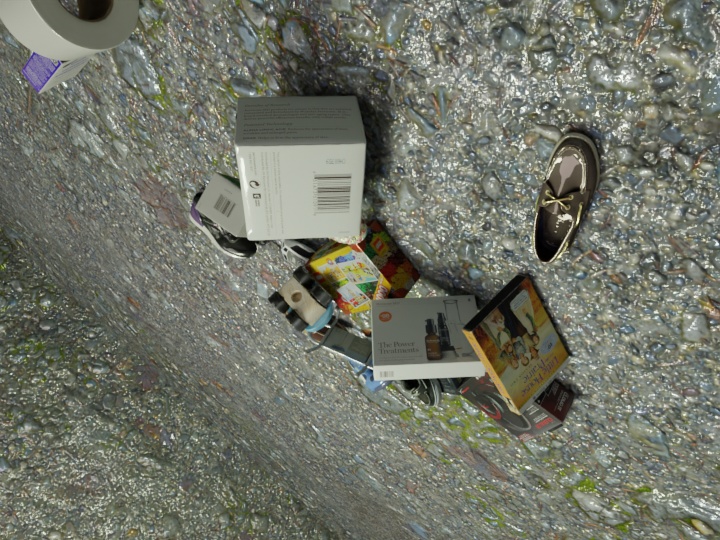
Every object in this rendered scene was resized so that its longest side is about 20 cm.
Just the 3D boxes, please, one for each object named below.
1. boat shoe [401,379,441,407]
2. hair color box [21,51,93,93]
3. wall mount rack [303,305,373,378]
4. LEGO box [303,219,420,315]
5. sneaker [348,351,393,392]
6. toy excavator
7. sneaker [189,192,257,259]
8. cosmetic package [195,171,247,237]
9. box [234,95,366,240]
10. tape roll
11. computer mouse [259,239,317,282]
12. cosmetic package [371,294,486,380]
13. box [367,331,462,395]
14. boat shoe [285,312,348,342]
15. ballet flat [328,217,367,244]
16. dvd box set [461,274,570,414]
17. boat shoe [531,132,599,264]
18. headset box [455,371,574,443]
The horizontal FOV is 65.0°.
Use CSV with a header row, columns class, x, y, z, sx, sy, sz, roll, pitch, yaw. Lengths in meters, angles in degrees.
class,x,y,z,sx,sy,sz,roll,pitch,yaw
boat shoe,0.114,0.236,1.226,0.072,0.071,0.201,3,131,43
hair color box,-0.657,-0.467,1.241,0.199,0.109,0.065,-5,124,47
wall mount rack,-0.032,0.161,1.208,0.199,0.174,0.075,22,133,12
LEGO box,0.000,0.000,1.157,0.149,0.077,0.200,50,145,-14
sneaker,0.020,0.218,1.297,0.082,0.074,0.200,58,162,-14
toy excavator,-0.119,0.068,1.255,0.194,0.100,0.200,43,178,32
sneaker,-0.332,-0.110,1.367,0.200,0.076,0.088,37,140,6
cosmetic package,-0.227,-0.124,1.135,0.107,0.085,0.200,33,-171,9
box,-0.098,-0.167,0.933,0.199,0.131,0.200,-3,138,-6
tape roll,-0.519,-0.486,1.002,0.139,0.203,0.203,6,134,39
computer mouse,-0.148,-0.045,1.283,0.200,0.044,0.110,36,152,10
cosmetic package,0.120,0.121,1.037,0.199,0.151,0.052,-3,136,1
box,0.128,0.199,1.282,0.199,0.051,0.158,-2,128,47
boat shoe,-0.117,0.125,1.425,0.199,0.072,0.072,25,145,33
ballet flat,-0.072,-0.110,1.062,0.200,0.076,0.064,36,-168,36
dvd box set,0.273,0.129,0.976,0.200,0.146,0.029,57,162,-22
boat shoe,0.281,-0.094,0.790,0.072,0.060,0.201,24,143,24
headset box,0.315,0.252,1.137,0.200,0.075,0.149,37,146,6
